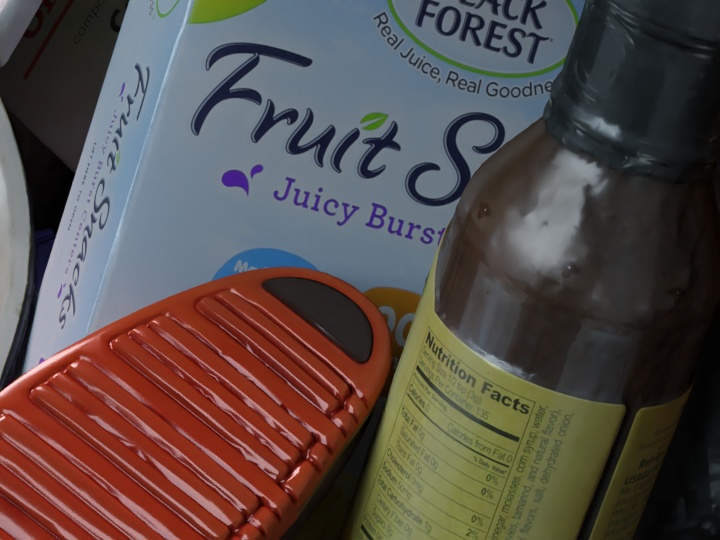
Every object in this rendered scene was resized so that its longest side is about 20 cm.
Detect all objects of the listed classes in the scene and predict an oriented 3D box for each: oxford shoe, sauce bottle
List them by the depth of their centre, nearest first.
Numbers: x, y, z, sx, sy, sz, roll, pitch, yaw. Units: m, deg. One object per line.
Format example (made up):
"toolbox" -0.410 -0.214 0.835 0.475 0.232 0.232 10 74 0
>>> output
"sauce bottle" 0.042 0.019 0.657 0.065 0.064 0.201 42 123 40
"oxford shoe" -0.067 0.081 0.671 0.200 0.073 0.071 -43 60 -12

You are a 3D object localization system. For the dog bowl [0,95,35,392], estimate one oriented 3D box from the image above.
"dog bowl" -0.181 0.005 0.745 0.199 0.074 0.201 3 68 -7

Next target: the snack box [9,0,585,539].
"snack box" 0.000 0.000 0.727 0.053 0.141 0.201 31 104 66

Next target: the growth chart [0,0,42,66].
"growth chart" -0.097 -0.102 0.871 0.145 0.018 0.200 -59 14 0

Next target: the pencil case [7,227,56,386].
"pencil case" -0.064 0.077 0.810 0.078 0.087 0.201 -22 59 2

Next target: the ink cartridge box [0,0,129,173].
"ink cartridge box" -0.031 -0.065 0.847 0.200 0.067 0.117 41 100 41
